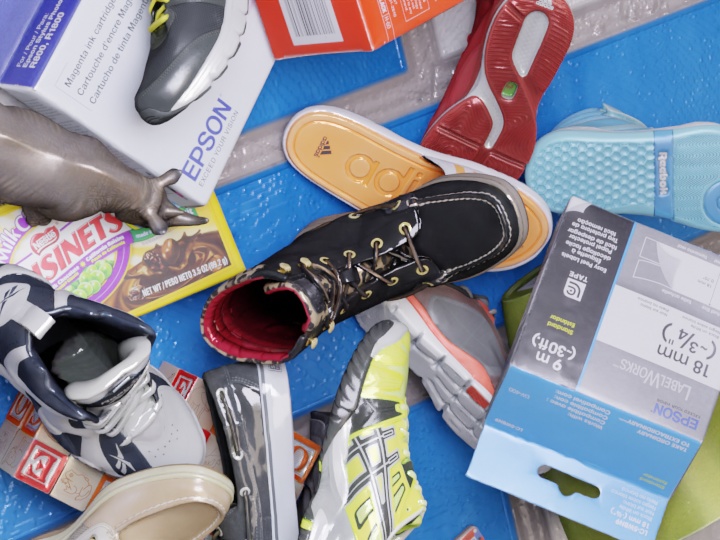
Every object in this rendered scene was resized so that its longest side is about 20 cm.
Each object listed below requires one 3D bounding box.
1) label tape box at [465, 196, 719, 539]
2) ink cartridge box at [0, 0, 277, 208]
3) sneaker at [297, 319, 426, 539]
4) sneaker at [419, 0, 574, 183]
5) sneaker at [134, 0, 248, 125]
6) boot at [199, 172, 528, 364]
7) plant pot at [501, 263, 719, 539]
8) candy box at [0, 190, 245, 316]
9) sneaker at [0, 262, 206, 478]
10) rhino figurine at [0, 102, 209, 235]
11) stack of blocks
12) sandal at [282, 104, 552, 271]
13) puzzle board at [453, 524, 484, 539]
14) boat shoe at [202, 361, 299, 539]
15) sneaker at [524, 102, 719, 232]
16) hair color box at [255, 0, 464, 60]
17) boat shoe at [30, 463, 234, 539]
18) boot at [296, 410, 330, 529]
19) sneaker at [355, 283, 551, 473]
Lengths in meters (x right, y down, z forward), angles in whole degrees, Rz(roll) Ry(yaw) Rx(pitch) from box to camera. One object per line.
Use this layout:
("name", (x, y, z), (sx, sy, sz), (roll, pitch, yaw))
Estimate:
("label tape box", (0.175, 0.070, 1.369), (0.143, 0.063, 0.201), (21, 71, 1))
("ink cartridge box", (-0.142, -0.175, 1.293), (0.199, 0.043, 0.198), (34, 71, -31))
("sneaker", (0.010, 0.133, 1.297), (0.076, 0.075, 0.202), (12, 78, 6))
("sneaker", (0.097, -0.138, 1.436), (0.078, 0.116, 0.201), (24, 121, -12))
("sneaker", (-0.113, -0.186, 1.253), (0.084, 0.074, 0.202), (29, 63, -24))
("boot", (0.000, 0.000, 1.307), (0.150, 0.199, 0.074), (-34, 109, -50))
("plant pot", (0.192, 0.085, 1.482), (0.186, 0.187, 0.201), (-34, 98, -20))
("candy box", (-0.182, -0.010, 1.310), (0.199, 0.026, 0.103), (-24, 90, -25))
("sneaker", (-0.152, 0.077, 1.226), (0.080, 0.129, 0.200), (-45, 117, -14))
("rhino figurine", (-0.188, -0.060, 1.254), (0.198, 0.087, 0.060), (20, 72, -17))
("stack of blocks", (-0.138, 0.124, 1.352), (0.199, 0.058, 0.116), (31, 82, -30))
("sandal", (0.037, -0.045, 1.391), (0.205, 0.059, 0.080), (23, 116, -12))
("puzzle board", (0.053, 0.316, 1.518), (0.200, 0.017, 0.151), (-40, 116, -19))
("boat shoe", (-0.074, 0.157, 1.328), (0.056, 0.069, 0.202), (-4, 98, -12))
("sneaker", (0.223, -0.082, 1.467), (0.198, 0.131, 0.080), (7, 105, 6))
("hair color box", (0.032, -0.207, 1.341), (0.199, 0.101, 0.062), (-34, 114, -38))
("boat shoe", (-0.161, 0.190, 1.282), (0.199, 0.065, 0.072), (-29, 134, 23))
("boot", (0.000, 0.170, 1.359), (0.069, 0.200, 0.133), (7, 99, -31))
("sneaker", (0.083, 0.057, 1.436), (0.200, 0.077, 0.082), (48, 61, -5))
